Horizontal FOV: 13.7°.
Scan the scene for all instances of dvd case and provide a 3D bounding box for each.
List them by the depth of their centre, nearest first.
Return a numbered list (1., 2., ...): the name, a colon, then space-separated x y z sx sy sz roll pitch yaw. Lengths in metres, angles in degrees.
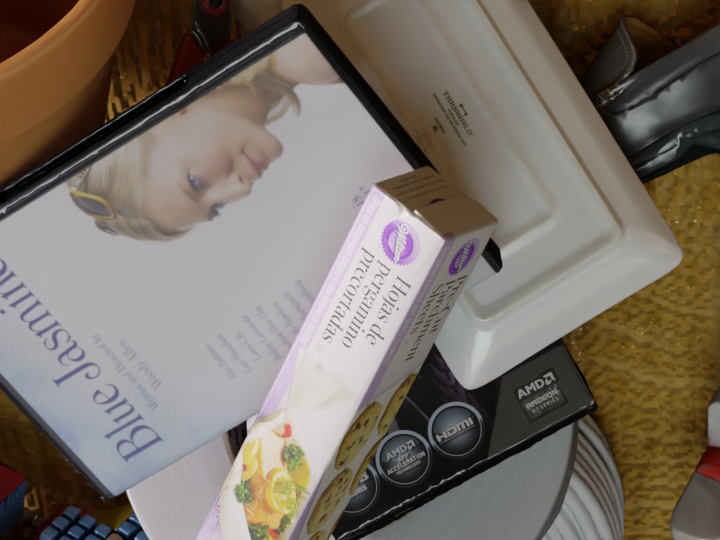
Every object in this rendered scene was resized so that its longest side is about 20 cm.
1. dvd case: -0.064 -0.003 1.192 0.200 0.018 0.143 -31 120 17

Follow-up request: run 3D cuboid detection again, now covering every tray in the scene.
1. tray: 0.037 -0.062 1.229 0.107 0.022 0.200 -32 82 2

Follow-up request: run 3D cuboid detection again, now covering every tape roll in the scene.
1. tape roll: -0.005 0.064 1.313 0.200 0.066 0.201 -1 84 7

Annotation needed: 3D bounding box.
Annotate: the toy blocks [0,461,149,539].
1. toy blocks: -0.124 0.163 1.433 0.200 0.100 0.137 29 133 18

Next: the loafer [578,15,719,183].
1. loafer: 0.123 -0.074 1.278 0.200 0.073 0.072 -14 95 21

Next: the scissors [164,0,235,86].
1. scissors: -0.056 -0.097 1.236 0.073 0.014 0.200 19 84 -14

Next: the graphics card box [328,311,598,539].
1. graphics card box: 0.000 0.000 1.262 0.125 0.051 0.200 -28 83 2

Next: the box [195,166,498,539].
1. box: -0.010 0.051 1.188 0.039 0.041 0.200 39 120 21

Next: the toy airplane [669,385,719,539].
1. toy airplane: 0.237 0.125 1.353 0.200 0.141 0.199 30 142 -29

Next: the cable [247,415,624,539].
1. cable: 0.024 0.123 1.420 0.200 0.069 0.200 -34 116 26

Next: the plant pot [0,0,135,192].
1. plant pot: -0.183 -0.095 1.224 0.200 0.200 0.140 1 143 5
